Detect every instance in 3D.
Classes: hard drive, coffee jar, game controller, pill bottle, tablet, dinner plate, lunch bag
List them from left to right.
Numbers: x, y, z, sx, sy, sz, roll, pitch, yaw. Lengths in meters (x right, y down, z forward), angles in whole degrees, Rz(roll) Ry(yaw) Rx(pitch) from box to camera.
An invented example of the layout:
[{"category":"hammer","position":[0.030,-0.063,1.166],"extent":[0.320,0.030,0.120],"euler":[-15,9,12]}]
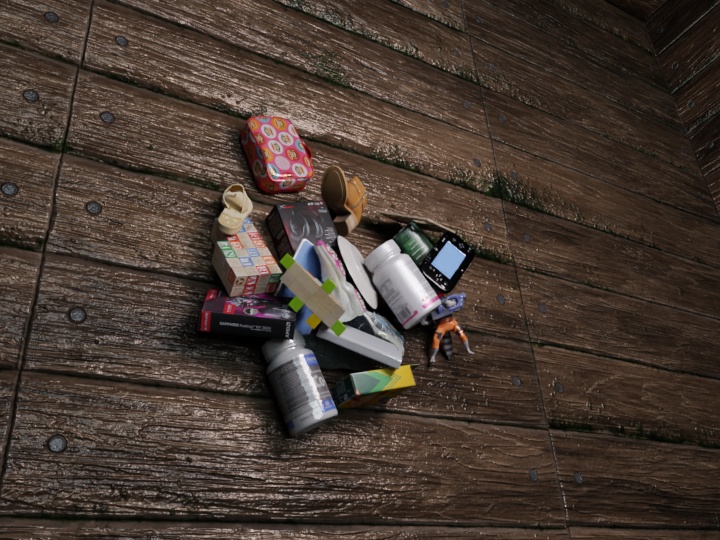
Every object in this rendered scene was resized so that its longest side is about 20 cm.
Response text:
[{"category":"lunch bag","position":[-0.206,-0.304,1.712],"extent":[0.174,0.082,0.203],"euler":[-10,69,-37]},{"category":"pill bottle","position":[-0.135,0.240,1.418],"extent":[0.112,0.114,0.203],"euler":[-13,72,-38]},{"category":"tablet","position":[-0.131,0.043,1.535],"extent":[0.130,0.014,0.203],"euler":[36,70,-33]},{"category":"hard drive","position":[0.000,0.165,1.516],"extent":[0.197,0.027,0.132],"euler":[23,7,1]},{"category":"dinner plate","position":[0.000,0.000,1.628],"extent":[0.202,0.024,0.201],"euler":[58,11,-18]},{"category":"pill bottle","position":[0.100,0.033,1.629],"extent":[0.113,0.113,0.202],"euler":[-27,78,-40]},{"category":"coffee jar","position":[0.170,-0.029,1.784],"extent":[0.085,0.104,0.201],"euler":[-40,88,-6]},{"category":"game controller","position":[0.227,-0.023,1.719],"extent":[0.104,0.042,0.200],"euler":[45,47,-4]}]

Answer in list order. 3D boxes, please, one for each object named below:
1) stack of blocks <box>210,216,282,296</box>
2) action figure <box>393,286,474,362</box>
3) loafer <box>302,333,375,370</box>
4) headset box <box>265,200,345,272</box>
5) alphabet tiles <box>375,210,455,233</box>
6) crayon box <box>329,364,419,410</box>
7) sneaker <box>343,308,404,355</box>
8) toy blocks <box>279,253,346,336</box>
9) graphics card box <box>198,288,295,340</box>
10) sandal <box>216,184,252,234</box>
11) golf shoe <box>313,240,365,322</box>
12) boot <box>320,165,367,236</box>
[{"category":"stack of blocks","position":[-0.272,-0.036,1.480],"extent":[0.114,0.059,0.201],"euler":[-4,44,-36]},{"category":"action figure","position":[0.190,0.138,1.711],"extent":[0.196,0.105,0.197],"euler":[-13,79,9]},{"category":"loafer","position":[-0.063,0.193,1.541],"extent":[0.197,0.063,0.073],"euler":[17,86,-20]},{"category":"headset box","position":[-0.129,-0.065,1.626],"extent":[0.147,0.077,0.203],"euler":[-8,67,-36]},{"category":"alphabet tiles","position":[0.159,-0.128,1.801],"extent":[0.199,0.165,0.008],"euler":[17,86,-55]},{"category":"crayon box","position":[0.036,0.267,1.507],"extent":[0.197,0.127,0.052],"euler":[-4,65,-34]},{"category":"sneaker","position":[0.028,0.141,1.626],"extent":[0.200,0.078,0.087],"euler":[43,31,-8]},{"category":"toy blocks","position":[-0.101,0.053,1.454],"extent":[0.200,0.137,0.100],"euler":[44,89,0]},{"category":"graphics card box","position":[-0.236,0.093,1.402],"extent":[0.196,0.052,0.126],"euler":[8,18,-7]},{"category":"sandal","position":[-0.286,-0.163,1.527],"extent":[0.076,0.071,0.213],"euler":[14,30,-10]},{"category":"golf shoe","position":[-0.066,0.030,1.532],"extent":[0.202,0.090,0.075],"euler":[61,4,-4]},{"category":"boot","position":[-0.031,-0.210,1.725],"extent":[0.156,0.075,0.203],"euler":[-58,139,-47]}]
